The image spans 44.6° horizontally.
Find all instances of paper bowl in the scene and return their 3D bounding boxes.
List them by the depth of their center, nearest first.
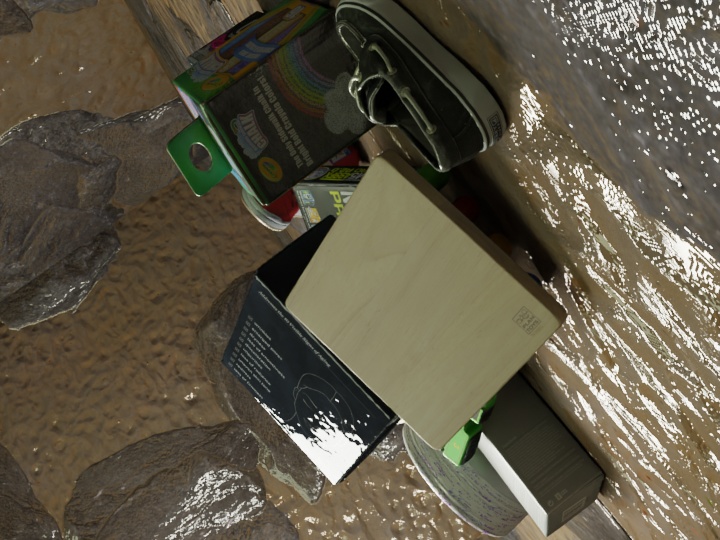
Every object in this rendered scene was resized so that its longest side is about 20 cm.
[{"bbox_3d":[0.159,0.243,1.175,0.200,0.105,0.201,39,-164,-13],"label":"paper bowl"}]

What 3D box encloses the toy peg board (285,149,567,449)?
[{"bbox_3d":[0.065,0.016,0.787,0.199,0.098,0.201,42,131,7],"label":"toy peg board"}]

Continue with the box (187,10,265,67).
[{"bbox_3d":[-0.109,-0.215,1.033,0.133,0.114,0.200,60,170,-28],"label":"box"}]

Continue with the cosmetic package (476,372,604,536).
[{"bbox_3d":[0.187,0.198,1.034,0.201,0.089,0.107,55,173,28],"label":"cosmetic package"}]

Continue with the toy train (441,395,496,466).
[{"bbox_3d":[0.124,0.131,0.966,0.056,0.041,0.203,34,128,29],"label":"toy train"}]

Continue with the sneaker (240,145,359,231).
[{"bbox_3d":[-0.063,-0.112,1.049,0.072,0.112,0.200,51,-160,3],"label":"sneaker"}]

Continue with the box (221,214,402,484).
[{"bbox_3d":[-0.029,0.089,0.938,0.200,0.124,0.197,45,147,9],"label":"box"}]

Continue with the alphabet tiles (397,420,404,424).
[{"bbox_3d":[0.018,0.102,1.009,0.168,0.006,0.199,56,145,-4],"label":"alphabet tiles"}]

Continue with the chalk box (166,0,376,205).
[{"bbox_3d":[-0.099,-0.158,0.872,0.125,0.198,0.124,59,171,-31],"label":"chalk box"}]

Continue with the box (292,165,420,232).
[{"bbox_3d":[0.020,-0.014,0.952,0.158,0.044,0.203,9,126,44],"label":"box"}]

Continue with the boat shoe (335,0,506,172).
[{"bbox_3d":[0.024,-0.145,0.653,0.200,0.063,0.071,50,171,40],"label":"boat shoe"}]
